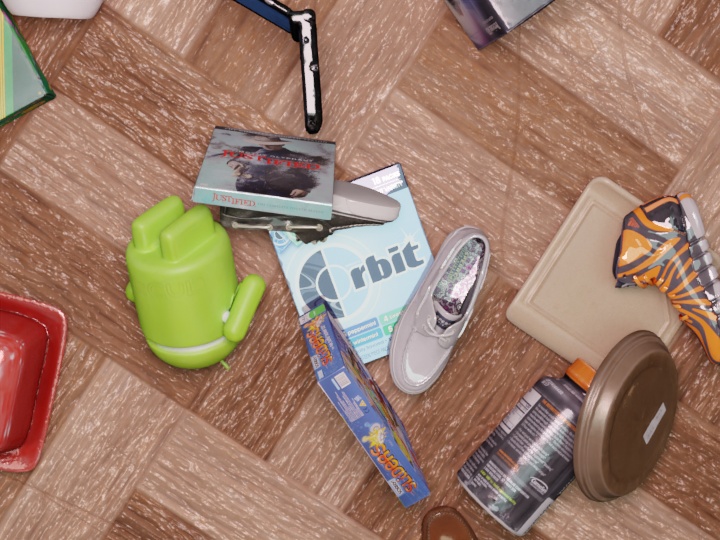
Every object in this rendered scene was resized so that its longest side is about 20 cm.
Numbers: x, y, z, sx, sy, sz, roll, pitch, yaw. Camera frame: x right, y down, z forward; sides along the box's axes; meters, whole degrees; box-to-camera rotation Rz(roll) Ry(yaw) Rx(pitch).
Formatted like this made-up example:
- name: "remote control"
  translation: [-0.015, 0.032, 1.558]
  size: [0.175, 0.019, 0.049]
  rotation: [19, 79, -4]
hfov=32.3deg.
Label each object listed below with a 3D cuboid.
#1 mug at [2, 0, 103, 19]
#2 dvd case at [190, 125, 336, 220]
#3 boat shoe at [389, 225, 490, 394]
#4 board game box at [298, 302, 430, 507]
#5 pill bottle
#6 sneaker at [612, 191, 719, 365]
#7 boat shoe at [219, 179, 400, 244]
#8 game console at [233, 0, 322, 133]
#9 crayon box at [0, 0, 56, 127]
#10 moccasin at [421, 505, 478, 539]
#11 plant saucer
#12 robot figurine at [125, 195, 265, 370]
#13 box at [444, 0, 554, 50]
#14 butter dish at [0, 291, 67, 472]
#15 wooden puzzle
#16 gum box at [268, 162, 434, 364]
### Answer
- name: "mug"
  translation: [-0.308, -0.363, 1.346]
  size: [0.198, 0.147, 0.178]
  rotation: [-4, 105, -32]
- name: "dvd case"
  translation: [-0.099, -0.108, 1.341]
  size: [0.144, 0.200, 0.022]
  rotation: [8, 113, -3]
- name: "boat shoe"
  translation: [0.092, 0.047, 1.382]
  size: [0.072, 0.069, 0.201]
  rotation: [30, 92, -6]
- name: "board game box"
  translation: [0.004, 0.147, 1.362]
  size: [0.034, 0.136, 0.201]
  rotation: [-30, 119, 4]
- name: "pill bottle"
  translation: [0.211, 0.196, 1.424]
  size: [0.106, 0.106, 0.200]
  rotation: [41, 92, -5]
- name: "sneaker"
  translation: [0.346, 0.020, 1.405]
  size: [0.111, 0.078, 0.202]
  rotation: [-18, 88, 6]
- name: "boat shoe"
  translation: [-0.056, -0.065, 1.370]
  size: [0.197, 0.071, 0.064]
  rotation: [7, 109, -4]
- name: "game console"
  translation: [-0.102, -0.232, 1.327]
  size: [0.115, 0.200, 0.178]
  rotation: [-4, 96, -1]
- name: "crayon box"
  translation: [-0.456, -0.201, 1.383]
  size: [0.199, 0.058, 0.120]
  rotation: [-29, 95, 0]
- name: "moccasin"
  translation: [0.116, 0.374, 1.450]
  size: [0.073, 0.078, 0.204]
  rotation: [-9, 95, -2]
- name: "plant saucer"
  translation: [0.304, 0.167, 1.399]
  size: [0.029, 0.199, 0.202]
  rotation: [17, 95, 39]
- name: "robot figurine"
  translation: [-0.191, 0.022, 1.367]
  size: [0.174, 0.116, 0.202]
  rotation: [16, 130, 32]
- name: "box"
  translation: [0.131, -0.355, 1.327]
  size: [0.123, 0.200, 0.199]
  rotation: [-36, 95, 0]
- name: "butter dish"
  translation: [-0.442, 0.123, 1.368]
  size: [0.197, 0.148, 0.202]
  rotation: [13, 94, -5]
- name: "wooden puzzle"
  translation: [0.294, 0.020, 1.453]
  size: [0.184, 0.037, 0.201]
  rotation: [33, 97, -5]
- name: "gum box"
  translation: [0.000, 0.000, 1.429]
  size: [0.168, 0.045, 0.202]
  rotation: [-21, 96, -1]
